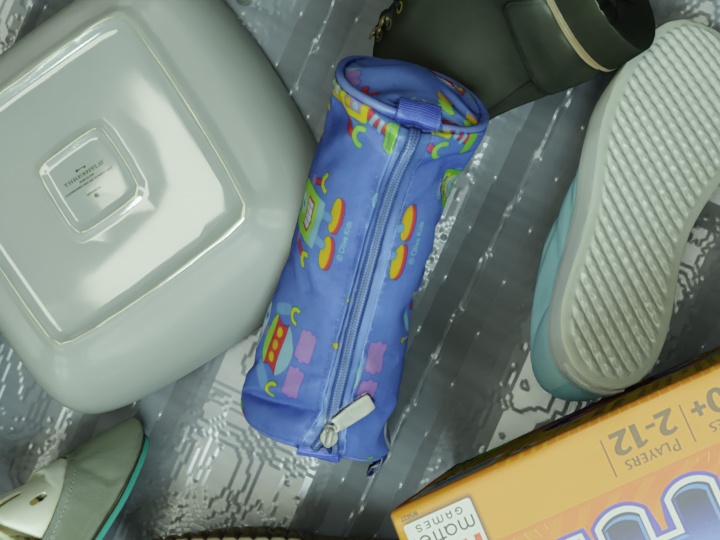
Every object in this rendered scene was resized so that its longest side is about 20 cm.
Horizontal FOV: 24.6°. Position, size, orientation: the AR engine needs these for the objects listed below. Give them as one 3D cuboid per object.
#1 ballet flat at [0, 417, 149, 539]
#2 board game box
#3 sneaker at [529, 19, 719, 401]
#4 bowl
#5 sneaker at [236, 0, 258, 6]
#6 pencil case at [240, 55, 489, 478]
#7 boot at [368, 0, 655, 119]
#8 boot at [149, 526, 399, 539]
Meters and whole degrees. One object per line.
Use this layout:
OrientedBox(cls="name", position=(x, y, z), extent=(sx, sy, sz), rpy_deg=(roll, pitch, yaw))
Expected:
OrientedBox(cls="ballet flat", position=(-0.174, 0.151, 0.824), extent=(0.063, 0.067, 0.201), rpy_deg=(34, 68, -20))
OrientedBox(cls="board game box", position=(0.156, 0.147, 0.723), extent=(0.199, 0.200, 0.201), rpy_deg=(-25, 84, 9))
OrientedBox(cls="sneaker", position=(0.124, -0.029, 0.805), extent=(0.074, 0.082, 0.201), rpy_deg=(29, 69, -10))
OrientedBox(cls="bowl", position=(-0.127, -0.044, 0.852), extent=(0.199, 0.075, 0.201), rpy_deg=(-33, 83, 7))
OrientedBox(cls="sneaker", position=(-0.089, -0.237, 0.862), extent=(0.082, 0.075, 0.201), rpy_deg=(-36, 88, -6))
OrientedBox(cls="pencil case", position=(0.000, 0.000, 0.795), extent=(0.077, 0.087, 0.202), rpy_deg=(11, 110, -14))
OrientedBox(cls="boot", position=(0.036, -0.163, 0.802), extent=(0.138, 0.077, 0.201), rpy_deg=(-29, 86, 36))
OrientedBox(cls="boot", position=(-0.033, 0.215, 0.823), extent=(0.198, 0.072, 0.168), rpy_deg=(2, 86, 8))
